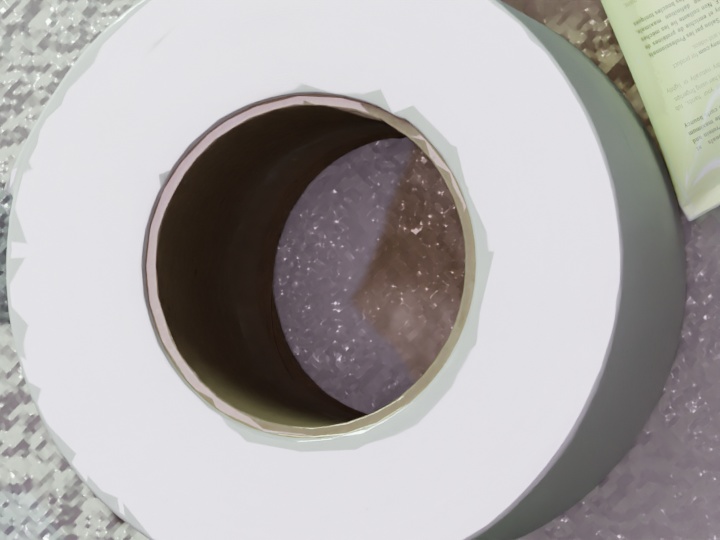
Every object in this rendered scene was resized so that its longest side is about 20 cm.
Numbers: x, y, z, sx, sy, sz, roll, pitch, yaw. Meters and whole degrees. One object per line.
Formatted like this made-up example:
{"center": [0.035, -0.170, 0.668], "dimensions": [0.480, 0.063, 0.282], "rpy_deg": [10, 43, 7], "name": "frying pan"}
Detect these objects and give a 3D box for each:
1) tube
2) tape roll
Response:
{"center": [0.099, -0.122, 1.019], "dimensions": [0.058, 0.052, 0.200], "rpy_deg": [-34, 81, 48], "name": "tube"}
{"center": [0.000, 0.000, 0.991], "dimensions": [0.202, 0.139, 0.203], "rpy_deg": [-1, 88, 15], "name": "tape roll"}
